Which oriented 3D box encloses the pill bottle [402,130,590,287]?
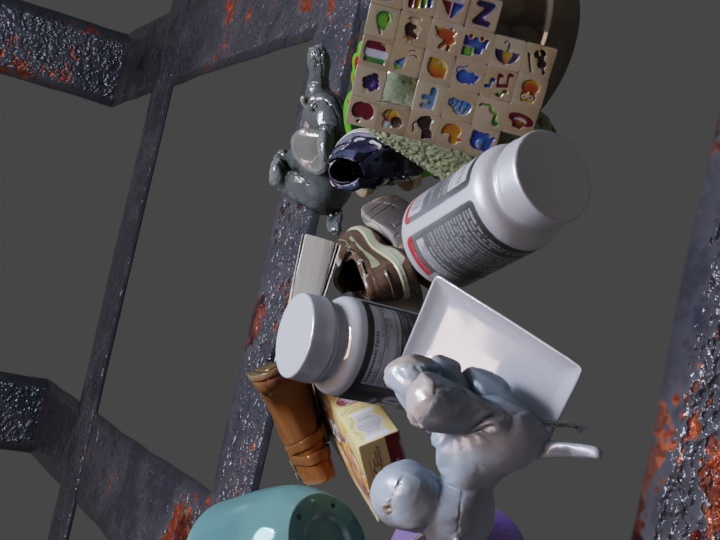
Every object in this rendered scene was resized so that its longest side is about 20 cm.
[{"bbox_3d":[0.141,-0.062,1.165,0.200,0.114,0.114,-31,51,55],"label":"pill bottle"}]

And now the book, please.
[{"bbox_3d":[-0.076,0.045,1.403,0.200,0.048,0.134,124,162,-76],"label":"book"}]

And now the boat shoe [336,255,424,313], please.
[{"bbox_3d":[0.033,0.031,1.434,0.200,0.073,0.063,45,160,54],"label":"boat shoe"}]

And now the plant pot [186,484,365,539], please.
[{"bbox_3d":[-0.088,0.352,1.352,0.161,0.200,0.201,-33,48,38],"label":"plant pot"}]

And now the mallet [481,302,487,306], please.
[{"bbox_3d":[0.130,0.121,1.210,0.041,0.066,0.201,-44,56,49],"label":"mallet"}]

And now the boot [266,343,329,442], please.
[{"bbox_3d":[-0.063,0.115,1.534,0.168,0.076,0.201,50,128,54],"label":"boot"}]

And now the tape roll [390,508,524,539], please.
[{"bbox_3d":[0.093,0.338,1.136,0.200,0.065,0.201,-38,44,50],"label":"tape roll"}]

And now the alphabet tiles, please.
[{"bbox_3d":[0.097,-0.208,1.165,0.008,0.199,0.168,-73,-4,-63],"label":"alphabet tiles"}]

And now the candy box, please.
[{"bbox_3d":[-0.001,0.194,1.344,0.200,0.055,0.116,-128,22,-58],"label":"candy box"}]

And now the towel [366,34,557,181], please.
[{"bbox_3d":[0.100,-0.162,1.228,0.148,0.200,0.037,-48,14,44],"label":"towel"}]

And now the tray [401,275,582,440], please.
[{"bbox_3d":[0.134,0.096,1.147,0.200,0.022,0.108,34,109,36],"label":"tray"}]

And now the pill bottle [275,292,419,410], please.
[{"bbox_3d":[0.012,0.093,1.260,0.114,0.200,0.114,-38,45,51],"label":"pill bottle"}]

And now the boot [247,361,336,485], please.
[{"bbox_3d":[-0.073,0.186,1.355,0.200,0.073,0.155,64,-174,-79],"label":"boot"}]

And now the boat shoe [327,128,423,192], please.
[{"bbox_3d":[-0.011,-0.134,1.365,0.200,0.093,0.075,4,106,63],"label":"boat shoe"}]

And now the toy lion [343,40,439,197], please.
[{"bbox_3d":[0.032,-0.198,1.412,0.200,0.069,0.192,-1,109,63],"label":"toy lion"}]

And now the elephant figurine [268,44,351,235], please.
[{"bbox_3d":[-0.048,-0.184,1.577,0.200,0.155,0.142,-58,8,48],"label":"elephant figurine"}]

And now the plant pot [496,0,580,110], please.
[{"bbox_3d":[0.120,-0.277,1.262,0.200,0.173,0.201,-37,46,50],"label":"plant pot"}]

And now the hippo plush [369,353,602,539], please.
[{"bbox_3d":[0.095,0.184,1.065,0.159,0.199,0.161,-86,18,-80],"label":"hippo plush"}]

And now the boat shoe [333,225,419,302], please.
[{"bbox_3d":[-0.002,-0.006,1.352,0.202,0.075,0.075,26,137,69],"label":"boat shoe"}]

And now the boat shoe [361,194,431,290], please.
[{"bbox_3d":[0.068,-0.023,1.370,0.200,0.076,0.072,-129,24,-51],"label":"boat shoe"}]
